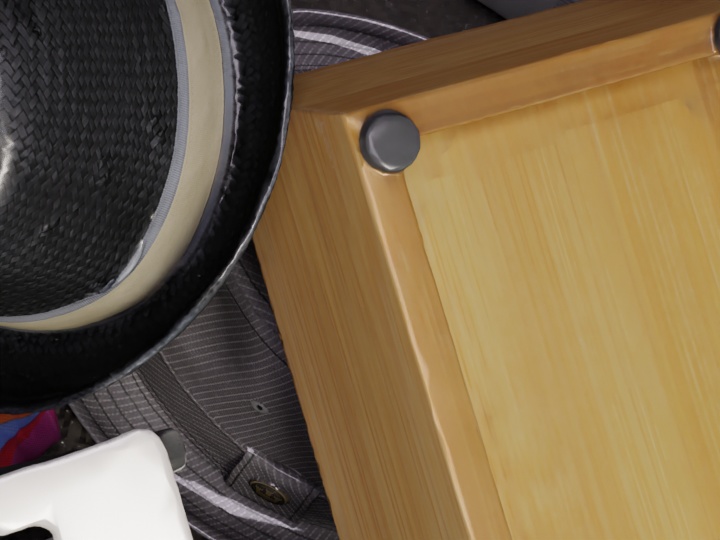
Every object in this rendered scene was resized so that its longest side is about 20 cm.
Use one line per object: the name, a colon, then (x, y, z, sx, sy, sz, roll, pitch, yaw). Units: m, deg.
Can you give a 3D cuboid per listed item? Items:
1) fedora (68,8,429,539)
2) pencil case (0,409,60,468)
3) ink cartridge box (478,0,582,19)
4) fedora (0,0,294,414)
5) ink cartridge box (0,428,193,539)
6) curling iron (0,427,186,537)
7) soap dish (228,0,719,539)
fedora: (0.000, 0.000, 0.886, 0.200, 0.090, 0.177, 40, 75, 3)
pencil case: (-0.179, 0.083, 0.848, 0.088, 0.088, 0.200, 45, 74, 4)
ink cartridge box: (0.048, -0.139, 0.911, 0.200, 0.116, 0.067, 33, 69, 1)
fedora: (-0.117, -0.061, 0.777, 0.200, 0.092, 0.201, -2, 86, 25)
ink cartridge box: (-0.086, 0.143, 0.811, 0.116, 0.067, 0.201, -18, 107, -12)
curling iron: (-0.138, 0.066, 0.804, 0.199, 0.026, 0.050, -7, 105, -27)
soap dish: (0.063, 0.026, 0.810, 0.157, 0.081, 0.201, -16, 88, -20)
